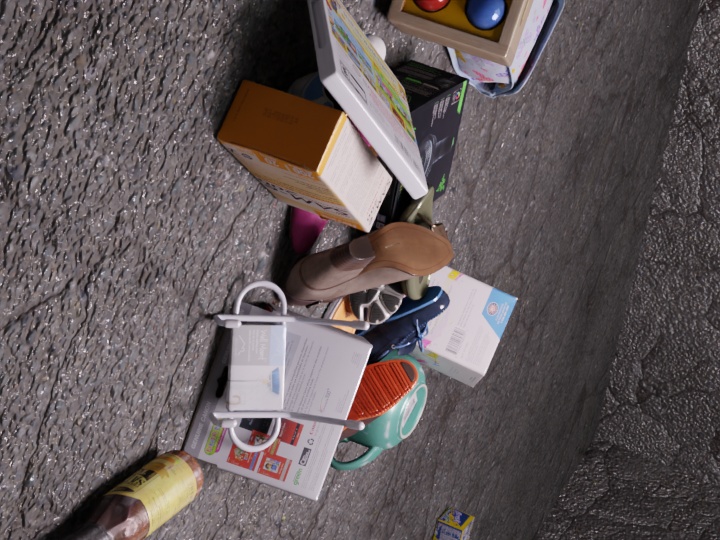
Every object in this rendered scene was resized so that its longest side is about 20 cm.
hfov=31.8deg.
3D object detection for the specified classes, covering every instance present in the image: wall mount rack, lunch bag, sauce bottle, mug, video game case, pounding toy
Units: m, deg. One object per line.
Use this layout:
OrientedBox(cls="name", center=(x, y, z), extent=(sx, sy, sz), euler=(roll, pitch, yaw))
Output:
OrientedBox(cls="wall mount rack", center=(-0.084, 0.115, 1.447), extent=(0.075, 0.173, 0.201), euler=(-162, -106, -72))
OrientedBox(cls="lunch bag", center=(0.212, -0.357, 1.828), extent=(0.170, 0.127, 0.200), euler=(-64, 165, -9))
OrientedBox(cls="sauce bottle", center=(-0.245, 0.257, 1.343), extent=(0.200, 0.066, 0.066), euler=(-33, 139, -59))
OrientedBox(cls="mug", center=(0.027, 0.205, 1.896), extent=(0.152, 0.114, 0.186), euler=(-27, 133, -61))
OrientedBox(cls="video game case", center=(0.006, -0.199, 1.363), extent=(0.200, 0.023, 0.183), euler=(48, 23, -41))
OrientedBox(cls="pounding toy", center=(0.126, -0.379, 1.546), extent=(0.142, 0.183, 0.201), euler=(-16, 125, -79))

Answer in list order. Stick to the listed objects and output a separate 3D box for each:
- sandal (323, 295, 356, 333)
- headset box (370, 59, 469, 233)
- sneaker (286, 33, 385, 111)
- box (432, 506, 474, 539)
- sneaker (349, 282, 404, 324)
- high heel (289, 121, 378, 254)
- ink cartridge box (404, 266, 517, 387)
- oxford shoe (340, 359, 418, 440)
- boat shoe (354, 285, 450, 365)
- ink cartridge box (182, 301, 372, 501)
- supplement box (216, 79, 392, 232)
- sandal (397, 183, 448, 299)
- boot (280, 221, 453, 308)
OrientedBox(cls="sandal", center=(-0.037, 0.127, 1.720), extent=(0.079, 0.059, 0.208), euler=(33, 73, -46))
OrientedBox(cls="headset box", center=(0.053, -0.164, 1.652), extent=(0.200, 0.092, 0.175), euler=(-37, 143, -55))
OrientedBox(cls="sneaker", center=(-0.015, -0.216, 1.466), extent=(0.200, 0.072, 0.072), euler=(-48, 149, -47))
OrientedBox(cls="box", center=(0.188, 0.620, 2.749), extent=(0.070, 0.064, 0.201), euler=(-32, 139, -57))
OrientedBox(cls="sneaker", center=(0.041, -0.019, 1.764), extent=(0.083, 0.080, 0.201), euler=(69, 36, -75))
OrientedBox(cls="high heel", center=(-0.020, -0.105, 1.520), extent=(0.067, 0.096, 0.201), euler=(-9, 117, -67))
OrientedBox(cls="ink cartridge box", center=(0.112, 0.069, 1.895), extent=(0.125, 0.199, 0.129), euler=(99, 16, -76))
OrientedBox(cls="oxford shoe", center=(-0.005, 0.189, 1.782), extent=(0.199, 0.071, 0.073), euler=(-30, 162, 6))
OrientedBox(cls="boat shoe", center=(0.057, 0.084, 1.779), extent=(0.200, 0.069, 0.084), euler=(-30, -169, 42))
OrientedBox(cls="ink cartridge box", center=(-0.103, 0.149, 1.525), extent=(0.084, 0.175, 0.201), euler=(-153, -97, -80))
OrientedBox(cls="supplement box", center=(-0.057, -0.120, 1.376), extent=(0.074, 0.125, 0.200), euler=(-67, 158, -9))
OrientedBox(cls="sandal", center=(0.089, -0.036, 1.653), extent=(0.080, 0.057, 0.202), euler=(-54, 154, -32))
OrientedBox(cls="boot", center=(0.000, 0.000, 1.581), extent=(0.199, 0.146, 0.071), euler=(2, 66, -39))
